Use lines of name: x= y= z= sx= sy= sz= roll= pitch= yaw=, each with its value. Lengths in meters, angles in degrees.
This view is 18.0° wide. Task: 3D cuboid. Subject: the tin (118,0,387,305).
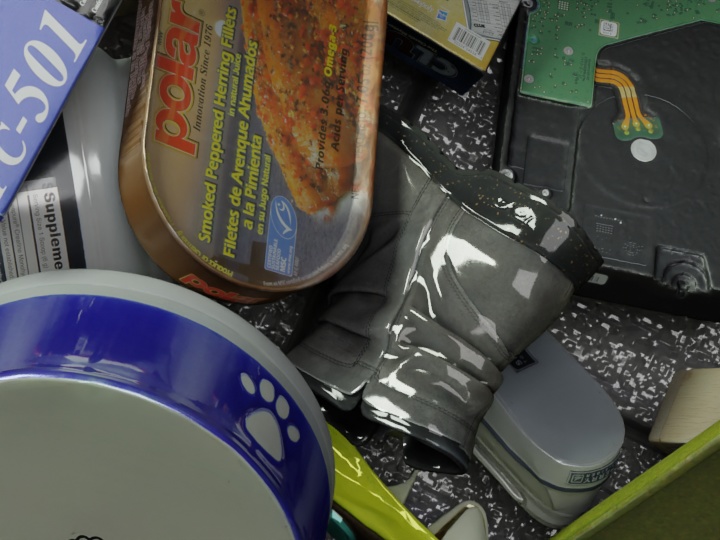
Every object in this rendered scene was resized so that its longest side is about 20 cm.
tin: x=-0.048 y=-0.081 z=0.997 sx=0.112 sy=0.042 sz=0.200 roll=19 pitch=64 yaw=-29

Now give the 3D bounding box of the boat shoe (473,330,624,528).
boat shoe: x=0.047 y=0.039 z=1.085 sx=0.073 sy=0.065 sz=0.200 roll=-14 pitch=54 yaw=-28

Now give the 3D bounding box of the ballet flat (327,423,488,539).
ballet flat: x=0.018 y=0.118 z=1.066 sx=0.067 sy=0.067 sz=0.200 roll=-42 pitch=82 yaw=-16

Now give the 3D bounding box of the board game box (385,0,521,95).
board game box: x=-0.002 y=-0.193 z=1.095 sx=0.200 sy=0.035 sz=0.136 roll=31 pitch=69 yaw=-8

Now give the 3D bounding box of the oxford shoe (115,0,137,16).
oxford shoe: x=-0.044 y=-0.151 z=1.124 sx=0.200 sy=0.070 sz=0.075 roll=-17 pitch=81 yaw=-10

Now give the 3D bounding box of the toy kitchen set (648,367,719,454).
toy kitchen set: x=0.278 y=0.030 z=1.036 sx=0.180 sy=0.163 sz=0.200 roll=31 pitch=73 yaw=-23

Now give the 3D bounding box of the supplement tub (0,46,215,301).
supplement tub: x=-0.174 y=-0.029 z=1.042 sx=0.199 sy=0.140 sz=0.141 roll=-9 pitch=77 yaw=-8

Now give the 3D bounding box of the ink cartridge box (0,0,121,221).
ink cartridge box: x=-0.144 y=-0.131 z=0.956 sx=0.094 sy=0.044 sz=0.200 roll=29 pitch=84 yaw=-9

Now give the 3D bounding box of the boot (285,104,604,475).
boot: x=0.000 y=0.000 z=1.029 sx=0.200 sy=0.070 sz=0.132 roll=30 pitch=78 yaw=41

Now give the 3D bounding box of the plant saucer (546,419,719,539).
plant saucer: x=0.187 y=0.133 z=1.004 sx=0.199 sy=0.200 sz=0.048 roll=28 pitch=49 yaw=-18

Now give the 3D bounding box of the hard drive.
hard drive: x=0.137 y=-0.075 z=1.116 sx=0.139 sy=0.038 sz=0.200 roll=10 pitch=60 yaw=-4

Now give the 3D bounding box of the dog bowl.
dog bowl: x=-0.114 y=0.103 z=0.985 sx=0.200 sy=0.200 sz=0.079 roll=16 pitch=34 yaw=-2
